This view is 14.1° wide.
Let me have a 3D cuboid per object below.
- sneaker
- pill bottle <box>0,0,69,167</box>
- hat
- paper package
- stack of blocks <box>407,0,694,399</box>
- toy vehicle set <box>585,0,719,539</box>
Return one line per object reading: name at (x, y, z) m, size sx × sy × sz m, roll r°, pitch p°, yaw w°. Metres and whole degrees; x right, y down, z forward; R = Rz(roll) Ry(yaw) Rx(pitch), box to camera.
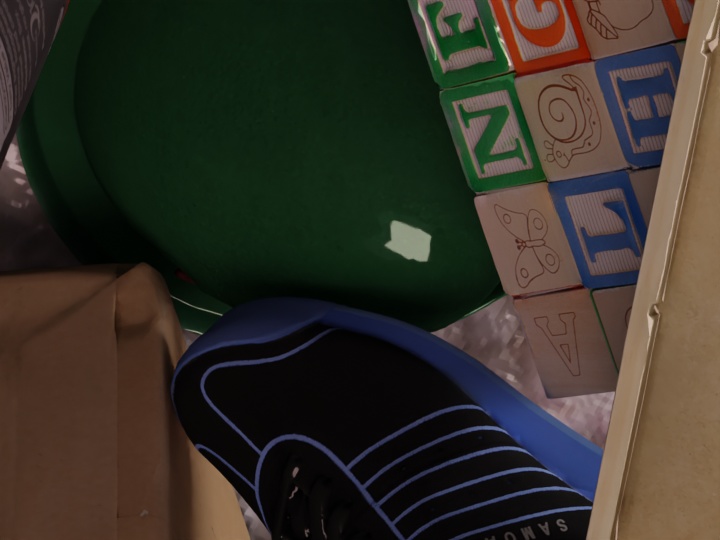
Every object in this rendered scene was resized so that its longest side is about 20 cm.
sneaker at (0.018, 0.072, 0.743) m, size 0.200 × 0.078 × 0.070 m, roll 26°, pitch 131°, yaw 29°
pill bottle at (-0.145, -0.048, 0.736) m, size 0.116 × 0.200 × 0.116 m, roll 4°, pitch 123°, yaw 6°
hat at (0.000, 0.000, 0.786) m, size 0.200 × 0.176 × 0.166 m, roll 2°, pitch 123°, yaw -3°
paper package at (-0.084, 0.133, 0.841) m, size 0.103 × 0.191 × 0.200 m, roll -9°, pitch 138°, yaw 4°
stack of blocks at (0.071, -0.074, 0.720) m, size 0.115 × 0.059 × 0.200 m, roll -9°, pitch 104°, yaw 50°
toy vehicle set at (0.128, -0.009, 0.644) m, size 0.124 × 0.027 × 0.200 m, roll 17°, pitch 113°, yaw 16°
